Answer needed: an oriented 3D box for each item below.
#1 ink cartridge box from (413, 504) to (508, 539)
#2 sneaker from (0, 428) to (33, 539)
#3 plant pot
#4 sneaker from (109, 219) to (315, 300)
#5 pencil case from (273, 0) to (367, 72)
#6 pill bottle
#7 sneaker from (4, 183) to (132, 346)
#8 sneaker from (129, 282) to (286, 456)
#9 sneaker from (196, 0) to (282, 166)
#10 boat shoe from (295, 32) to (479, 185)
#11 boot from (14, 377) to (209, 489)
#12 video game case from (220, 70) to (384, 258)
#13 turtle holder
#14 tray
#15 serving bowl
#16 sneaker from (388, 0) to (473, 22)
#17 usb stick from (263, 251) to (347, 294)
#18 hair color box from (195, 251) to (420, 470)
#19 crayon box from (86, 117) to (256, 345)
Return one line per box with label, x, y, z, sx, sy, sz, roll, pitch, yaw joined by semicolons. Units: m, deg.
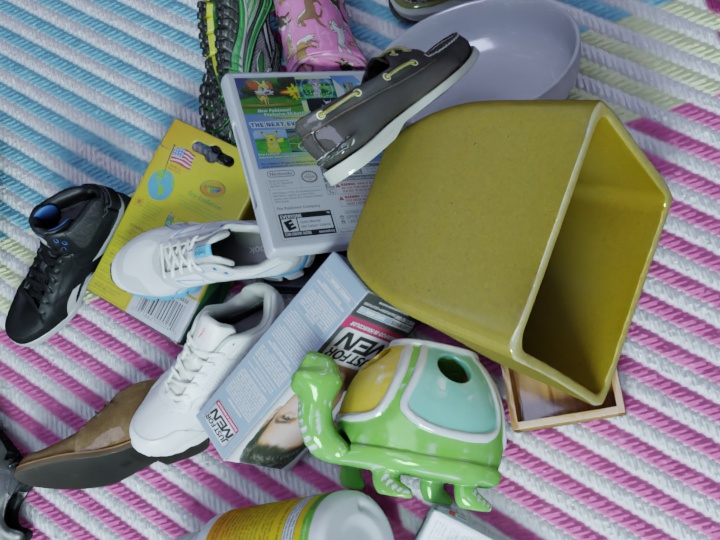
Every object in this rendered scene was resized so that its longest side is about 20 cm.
ink cartridge box;0.115;0.319;0.844;0.200;0.050;0.162;28;86;4
sneaker;-0.380;0.199;1.012;0.091;0.076;0.200;-12;80;5
plant pot;0.110;-0.025;0.810;0.200;0.195;0.195;16;82;37
sneaker;-0.147;-0.018;0.917;0.200;0.087;0.075;-10;85;10
pencil case;-0.051;-0.282;1.007;0.083;0.087;0.200;-10;72;-9
pill bottle;-0.077;0.259;0.856;0.200;0.111;0.111;-18;71;33
sneaker;-0.322;-0.013;1.014;0.073;0.112;0.200;41;91;23
sneaker;-0.146;0.082;0.916;0.078;0.099;0.200;31;66;26
sneaker;-0.114;-0.199;1.013;0.078;0.085;0.201;4;95;54
boat shoe;0.026;-0.150;0.814;0.061;0.072;0.201;51;56;-10
boot;-0.248;0.164;0.979;0.200;0.074;0.076;-17;59;5
video game case;-0.016;-0.105;0.923;0.200;0.022;0.183;-7;70;-27
turtle holder;0.035;0.127;0.847;0.185;0.141;0.132;9;78;6
tray;0.170;0.038;0.888;0.098;0.037;0.200;-12;75;14
serving bowl;0.110;-0.173;0.918;0.200;0.066;0.200;-13;43;12
sneaker;0.113;-0.310;0.961;0.200;0.089;0.077;-21;71;11
usb stick;0.000;0.000;0.953;0.200;0.033;0.056;2;71;18
hair color box;-0.045;0.086;0.888;0.200;0.099;0.061;-49;54;12
crayon box;-0.177;-0.039;1.002;0.127;0.051;0.200;28;91;21
